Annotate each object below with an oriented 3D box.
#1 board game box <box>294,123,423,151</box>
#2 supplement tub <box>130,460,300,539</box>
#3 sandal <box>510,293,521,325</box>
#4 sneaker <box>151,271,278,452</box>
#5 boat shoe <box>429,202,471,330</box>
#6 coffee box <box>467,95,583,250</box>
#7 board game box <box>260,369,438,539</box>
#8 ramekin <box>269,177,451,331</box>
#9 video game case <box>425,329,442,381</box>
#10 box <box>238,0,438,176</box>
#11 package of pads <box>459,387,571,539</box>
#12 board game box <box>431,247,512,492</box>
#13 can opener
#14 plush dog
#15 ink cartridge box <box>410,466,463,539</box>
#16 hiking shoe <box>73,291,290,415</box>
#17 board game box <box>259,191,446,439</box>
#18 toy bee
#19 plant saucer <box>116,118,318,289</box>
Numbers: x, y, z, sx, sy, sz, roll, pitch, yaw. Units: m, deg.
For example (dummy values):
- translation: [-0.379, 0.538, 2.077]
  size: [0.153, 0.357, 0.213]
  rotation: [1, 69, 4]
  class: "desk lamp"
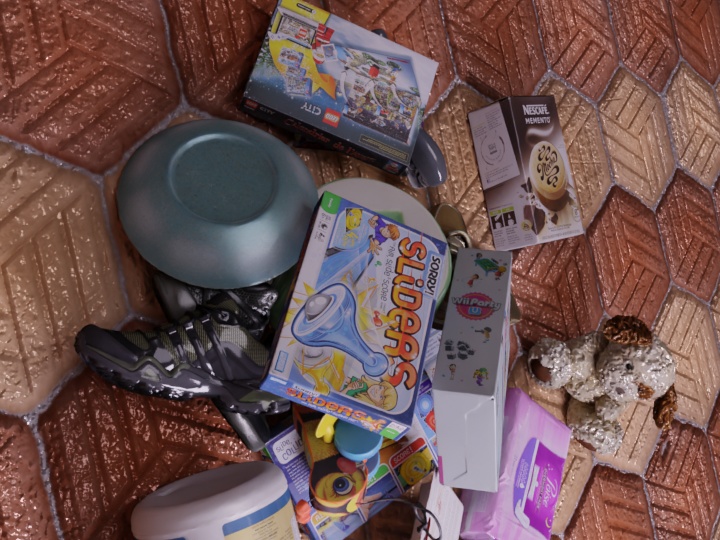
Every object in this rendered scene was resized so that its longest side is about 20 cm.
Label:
- translation: [-0.002, -0.204, 1.073]
  size: [0.198, 0.032, 0.122]
  rotation: [-2, 78, -42]
  class: "board game box"
- translation: [-0.115, 0.288, 0.787]
  size: [0.144, 0.144, 0.203]
  rotation: [-14, 91, -42]
  class: "supplement tub"
- translation: [0.162, 0.053, 1.128]
  size: [0.081, 0.054, 0.200]
  rotation: [62, 25, -10]
  class: "sandal"
- translation: [-0.114, 0.073, 0.863]
  size: [0.113, 0.076, 0.201]
  rotation: [-26, 95, -16]
  class: "sneaker"
- translation: [0.110, -0.022, 1.062]
  size: [0.071, 0.077, 0.201]
  rotation: [16, 43, -12]
  class: "boat shoe"
- translation: [0.232, -0.137, 1.231]
  size: [0.112, 0.079, 0.203]
  rotation: [-12, 89, -42]
  class: "coffee box"
- translation: [0.003, 0.186, 0.944]
  size: [0.199, 0.034, 0.137]
  rotation: [-31, 99, -23]
  class: "board game box"
- translation: [0.000, 0.000, 0.926]
  size: [0.197, 0.098, 0.202]
  rotation: [9, 57, -14]
  class: "ramekin"
- translation: [0.070, 0.129, 1.054]
  size: [0.199, 0.045, 0.183]
  rotation: [-26, 99, -42]
  class: "video game case"
- translation: [-0.022, -0.208, 0.988]
  size: [0.198, 0.038, 0.138]
  rotation: [22, 73, -12]
  class: "box"
- translation: [0.197, 0.263, 1.118]
  size: [0.120, 0.075, 0.202]
  rotation: [35, 58, -26]
  class: "package of pads"
- translation: [0.119, 0.098, 0.905]
  size: [0.201, 0.063, 0.149]
  rotation: [-72, 162, -47]
  class: "board game box"
- translation: [0.054, -0.196, 1.056]
  size: [0.053, 0.066, 0.202]
  rotation: [-28, 100, -41]
  class: "can opener"
- translation: [0.358, 0.139, 1.225]
  size: [0.161, 0.171, 0.201]
  rotation: [-47, 111, -37]
  class: "plush dog"
- translation: [0.064, 0.308, 0.946]
  size: [0.200, 0.049, 0.163]
  rotation: [58, 42, -59]
  class: "ink cartridge box"
- translation: [-0.152, 0.066, 0.786]
  size: [0.198, 0.076, 0.102]
  rotation: [17, 72, -22]
  class: "hiking shoe"
- translation: [-0.001, 0.037, 0.807]
  size: [0.134, 0.035, 0.202]
  rotation: [22, 56, -11]
  class: "board game box"
- translation: [-0.025, 0.181, 0.828]
  size: [0.108, 0.200, 0.132]
  rotation: [-23, 125, -21]
  class: "toy bee"
- translation: [-0.134, -0.079, 0.850]
  size: [0.198, 0.039, 0.203]
  rotation: [7, 59, -11]
  class: "plant saucer"
